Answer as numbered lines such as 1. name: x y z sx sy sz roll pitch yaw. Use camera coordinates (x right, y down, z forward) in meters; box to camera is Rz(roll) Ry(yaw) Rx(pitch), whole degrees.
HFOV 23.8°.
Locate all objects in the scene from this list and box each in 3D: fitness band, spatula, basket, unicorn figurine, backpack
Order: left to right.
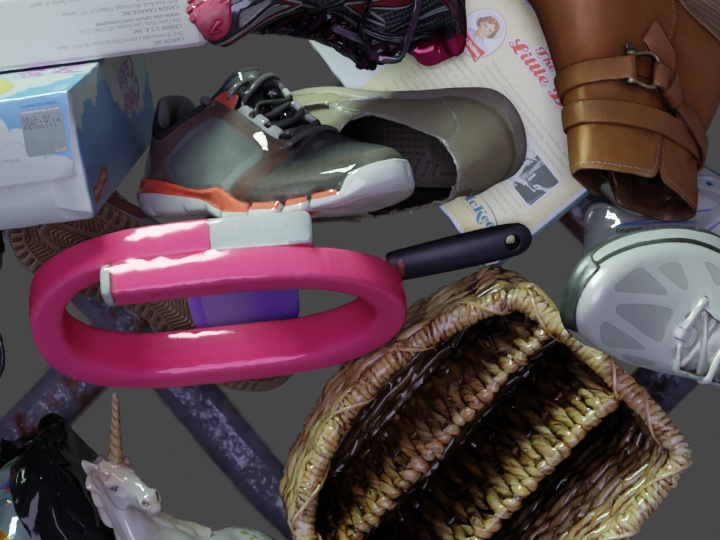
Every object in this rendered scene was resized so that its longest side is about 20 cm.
1. backpack: -0.213 0.204 0.983 0.199 0.127 0.167 -36 91 7
2. unicorn figurine: -0.084 0.167 0.944 0.074 0.200 0.138 -40 62 4
3. fitness band: -0.075 0.021 0.899 0.198 0.144 0.038 -5 64 -2
4. spatula: 0.000 0.000 0.968 0.198 0.021 0.057 -10 109 2
5. basket: 0.055 0.105 0.932 0.200 0.149 0.143 -45 106 4

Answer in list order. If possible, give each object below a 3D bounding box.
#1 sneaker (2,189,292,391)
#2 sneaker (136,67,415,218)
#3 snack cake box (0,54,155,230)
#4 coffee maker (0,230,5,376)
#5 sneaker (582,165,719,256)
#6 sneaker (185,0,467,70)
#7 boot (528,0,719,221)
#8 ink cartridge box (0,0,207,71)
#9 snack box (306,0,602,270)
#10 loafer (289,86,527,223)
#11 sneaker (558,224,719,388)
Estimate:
1. sneaker: -0.127 -0.001 1.011 0.199 0.112 0.072 32 91 -26
2. sneaker: -0.055 -0.069 0.915 0.199 0.077 0.083 3 95 43
3. snack cake box: -0.184 -0.077 0.920 0.114 0.200 0.068 -9 106 5
4. coffee maker: -0.278 -0.016 0.945 0.135 0.200 0.192 -42 87 9
5. sneaker: 0.220 -0.022 0.975 0.198 0.075 0.087 -6 73 -2
6. sneaker: -0.006 -0.140 0.897 0.080 0.199 0.075 -12 94 43
7. boot: 0.119 -0.123 0.933 0.199 0.076 0.157 23 67 -32
8. ink cartridge box: -0.174 -0.156 0.963 0.198 0.176 0.045 -6 111 5
9. snack box: 0.060 -0.113 1.000 0.116 0.037 0.200 -38 87 6
10. loafer: -0.007 -0.065 0.963 0.199 0.068 0.076 -7 103 29
11. sneaker: 0.204 0.039 0.862 0.199 0.115 0.076 11 109 -27
